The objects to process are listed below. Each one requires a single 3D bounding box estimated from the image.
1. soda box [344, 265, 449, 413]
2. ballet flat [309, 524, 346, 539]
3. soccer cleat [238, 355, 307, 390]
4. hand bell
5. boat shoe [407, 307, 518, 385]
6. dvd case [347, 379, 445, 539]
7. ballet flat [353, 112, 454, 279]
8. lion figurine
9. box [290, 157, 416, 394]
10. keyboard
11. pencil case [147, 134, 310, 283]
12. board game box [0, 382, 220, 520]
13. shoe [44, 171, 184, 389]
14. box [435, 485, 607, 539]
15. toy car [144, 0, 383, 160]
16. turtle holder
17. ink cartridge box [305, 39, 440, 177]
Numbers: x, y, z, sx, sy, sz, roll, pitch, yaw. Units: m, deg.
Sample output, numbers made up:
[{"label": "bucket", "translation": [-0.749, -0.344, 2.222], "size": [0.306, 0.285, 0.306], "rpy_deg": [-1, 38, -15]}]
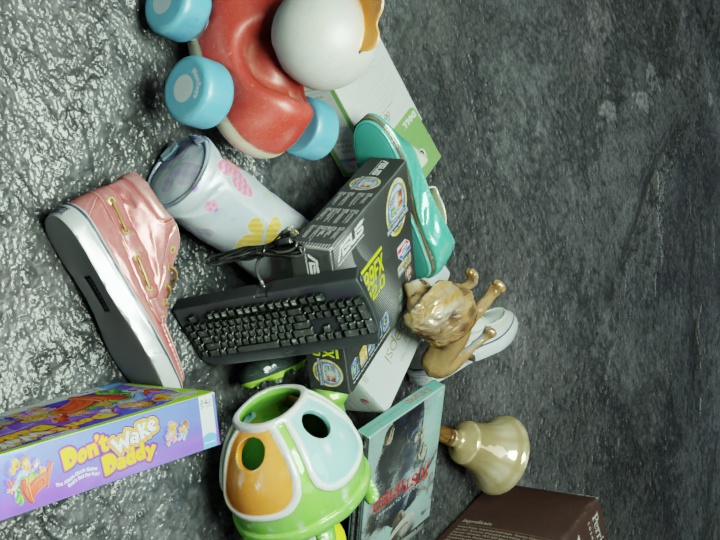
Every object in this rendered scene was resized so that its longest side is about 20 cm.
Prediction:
[{"label": "soda box", "translation": [0.028, 0.061, 1.080], "size": [0.064, 0.068, 0.200], "rpy_deg": [50, 53, -36]}, {"label": "ballet flat", "translation": [-0.078, 0.292, 0.909], "size": [0.200, 0.067, 0.067], "rpy_deg": [-20, 78, -38]}, {"label": "soccer cleat", "translation": [-0.066, 0.055, 0.985], "size": [0.200, 0.067, 0.081], "rpy_deg": [-36, 100, -47]}, {"label": "hand bell", "translation": [0.102, 0.204, 1.168], "size": [0.200, 0.104, 0.104], "rpy_deg": [23, 71, -32]}, {"label": "boat shoe", "translation": [0.132, 0.077, 1.194], "size": [0.200, 0.073, 0.067], "rpy_deg": [-28, 112, -45]}, {"label": "dvd case", "translation": [0.040, 0.237, 1.072], "size": [0.146, 0.022, 0.201], "rpy_deg": [-25, 129, -47]}, {"label": "ballet flat", "translation": [0.051, -0.088, 1.036], "size": [0.070, 0.067, 0.200], "rpy_deg": [-42, 119, -40]}, {"label": "lion figurine", "translation": [0.098, 0.073, 1.053], "size": [0.122, 0.072, 0.200], "rpy_deg": [-42, 146, -29]}, {"label": "box", "translation": [0.000, 0.000, 0.940], "size": [0.200, 0.044, 0.161], "rpy_deg": [-52, 143, -53]}, {"label": "keyboard", "translation": [-0.085, 0.027, 0.854], "size": [0.127, 0.200, 0.021], "rpy_deg": [67, 29, -22]}, {"label": "pencil case", "translation": [-0.111, -0.047, 0.912], "size": [0.083, 0.091, 0.200], "rpy_deg": [-52, 129, 1]}, {"label": "board game box", "translation": [-0.229, 0.133, 0.732], "size": [0.200, 0.134, 0.045], "rpy_deg": [-11, 97, -49]}, {"label": "shoe", "translation": [-0.187, 0.017, 0.831], "size": [0.091, 0.071, 0.200], "rpy_deg": [-38, 112, -37]}, {"label": "box", "translation": [0.199, 0.394, 1.190], "size": [0.200, 0.164, 0.166], "rpy_deg": [-31, 111, -45]}, {"label": "toy car", "translation": [-0.056, -0.217, 0.868], "size": [0.184, 0.200, 0.177], "rpy_deg": [10, 58, -53]}, {"label": "turtle holder", "translation": [-0.053, 0.176, 0.923], "size": [0.185, 0.141, 0.132], "rpy_deg": [-30, 111, -32]}, {"label": "ink cartridge box", "translation": [0.006, -0.175, 1.071], "size": [0.104, 0.059, 0.200], "rpy_deg": [-55, 127, -34]}]
